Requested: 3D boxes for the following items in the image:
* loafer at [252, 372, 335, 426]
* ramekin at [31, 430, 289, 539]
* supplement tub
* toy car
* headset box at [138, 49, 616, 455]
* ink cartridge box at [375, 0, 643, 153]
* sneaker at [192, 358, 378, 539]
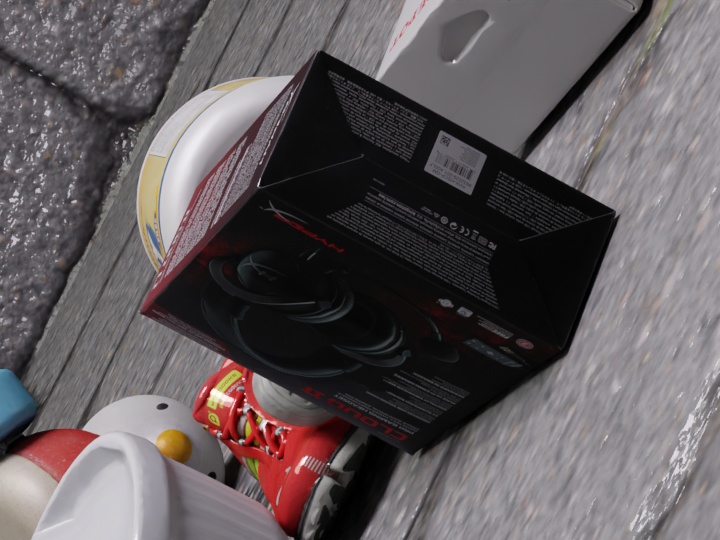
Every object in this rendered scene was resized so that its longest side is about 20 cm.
[{"bbox_3d":[0.002,0.011,1.492,0.200,0.070,0.070,-52,-2,-41],"label":"loafer"},{"bbox_3d":[-0.104,0.185,1.434,0.202,0.094,0.203,-163,90,-71],"label":"ramekin"},{"bbox_3d":[-0.049,-0.036,1.680,0.145,0.144,0.200,-63,10,-2],"label":"supplement tub"},{"bbox_3d":[-0.139,0.127,1.777,0.200,0.185,0.177,-35,-5,-32],"label":"toy car"},{"bbox_3d":[0.000,0.000,1.329,0.077,0.149,0.200,-67,12,-26],"label":"headset box"},{"bbox_3d":[0.093,-0.174,1.498,0.147,0.083,0.200,-49,16,50],"label":"ink cartridge box"},{"bbox_3d":[-0.044,0.085,1.510,0.077,0.085,0.200,-62,10,5],"label":"sneaker"}]
